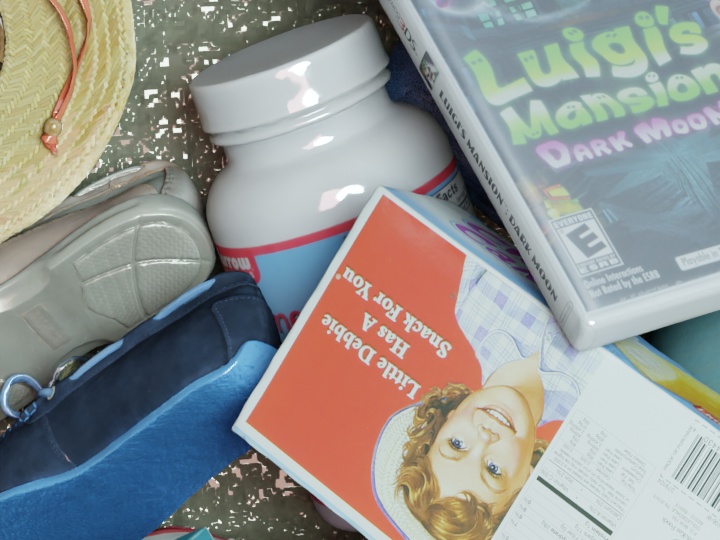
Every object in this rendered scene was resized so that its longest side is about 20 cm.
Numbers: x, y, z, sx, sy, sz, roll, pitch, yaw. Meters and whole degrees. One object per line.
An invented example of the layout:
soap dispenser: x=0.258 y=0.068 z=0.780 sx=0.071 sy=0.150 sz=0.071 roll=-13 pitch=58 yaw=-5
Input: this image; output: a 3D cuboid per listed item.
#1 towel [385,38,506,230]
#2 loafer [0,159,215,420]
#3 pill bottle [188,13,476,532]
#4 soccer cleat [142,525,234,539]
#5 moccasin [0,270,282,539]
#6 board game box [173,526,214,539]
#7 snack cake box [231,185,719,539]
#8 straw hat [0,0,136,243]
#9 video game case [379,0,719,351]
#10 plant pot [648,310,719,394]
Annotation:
towel: x=0.096 y=-0.119 z=1.204 sx=0.111 sy=0.049 sz=0.200 roll=36 pitch=90 yaw=-5
loafer: x=-0.154 y=0.015 z=1.188 sx=0.199 sy=0.063 sz=0.072 roll=-26 pitch=124 yaw=8
pill bottle: x=0.000 y=0.000 z=1.157 sx=0.108 sy=0.109 sz=0.201 roll=-22 pitch=103 yaw=-4
soccer cleat: x=-0.034 y=0.145 z=1.143 sx=0.199 sy=0.076 sz=0.067 roll=5 pitch=109 yaw=37
moccasin: x=-0.102 y=0.069 z=1.152 sx=0.199 sy=0.068 sz=0.080 roll=-30 pitch=138 yaw=28
board game box: x=-0.105 y=0.209 z=1.145 sx=0.199 sy=0.047 sz=0.151 roll=-26 pitch=96 yaw=38
snack cake box: x=0.062 y=0.070 z=1.034 sx=0.200 sy=0.067 sz=0.115 roll=37 pitch=103 yaw=27
straw hat: x=-0.199 y=-0.098 z=1.158 sx=0.200 sy=0.085 sz=0.202 roll=-4 pitch=106 yaw=-13
video game case: x=0.128 y=-0.071 z=1.055 sx=0.199 sy=0.023 sz=0.182 roll=-16 pitch=61 yaw=-23
plant pot: x=0.195 y=0.089 z=1.114 sx=0.199 sy=0.200 sz=0.189 roll=25 pitch=61 yaw=-6
